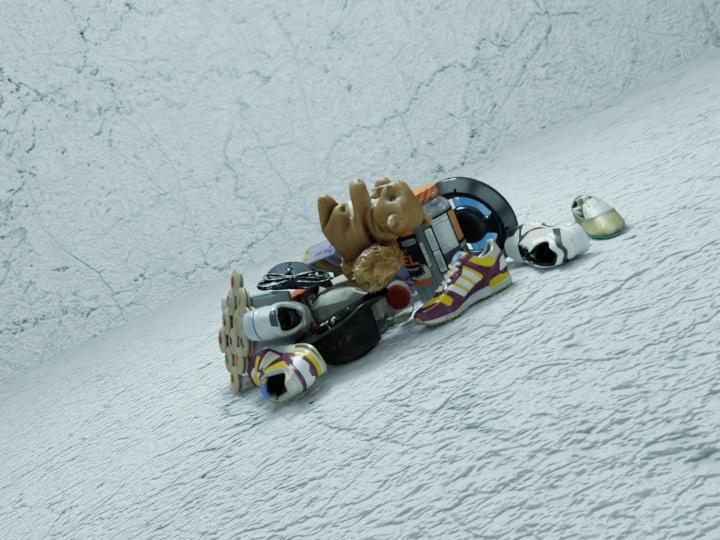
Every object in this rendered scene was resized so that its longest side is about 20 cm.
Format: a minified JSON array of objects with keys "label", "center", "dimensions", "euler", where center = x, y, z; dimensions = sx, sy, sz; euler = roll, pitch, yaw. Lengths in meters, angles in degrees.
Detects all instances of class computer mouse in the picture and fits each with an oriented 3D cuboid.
[{"label":"computer mouse","center":[-0.122,0.009,1.652],"dimensions":[0.136,0.054,0.200],"euler":[-3,-1,-5]}]

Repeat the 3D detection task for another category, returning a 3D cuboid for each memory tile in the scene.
[{"label":"memory tile","center":[-0.227,0.111,1.634],"dimensions":[0.017,0.202,0.154],"euler":[-2,43,-24]}]

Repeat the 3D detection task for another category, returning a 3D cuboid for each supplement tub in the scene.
[{"label":"supplement tub","center":[0.130,-0.048,1.636],"dimensions":[0.121,0.203,0.123],"euler":[-23,8,4]}]

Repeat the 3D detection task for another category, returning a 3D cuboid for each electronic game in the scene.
[{"label":"electronic game","center":[0.203,-0.088,1.693],"dimensions":[0.198,0.201,0.042],"euler":[-16,26,39]}]

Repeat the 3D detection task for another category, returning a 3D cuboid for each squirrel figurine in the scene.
[{"label":"squirrel figurine","center":[0.036,-0.061,1.522],"dimensions":[0.140,0.204,0.185],"euler":[2,-6,-40]}]

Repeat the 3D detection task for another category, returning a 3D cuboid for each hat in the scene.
[{"label":"hat","center":[-0.021,0.111,1.526],"dimensions":[0.199,0.082,0.201],"euler":[-31,2,1]}]

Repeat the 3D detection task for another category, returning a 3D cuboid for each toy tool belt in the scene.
[{"label":"toy tool belt","center":[0.013,0.046,1.669],"dimensions":[0.197,0.126,0.123],"euler":[-20,18,24]}]

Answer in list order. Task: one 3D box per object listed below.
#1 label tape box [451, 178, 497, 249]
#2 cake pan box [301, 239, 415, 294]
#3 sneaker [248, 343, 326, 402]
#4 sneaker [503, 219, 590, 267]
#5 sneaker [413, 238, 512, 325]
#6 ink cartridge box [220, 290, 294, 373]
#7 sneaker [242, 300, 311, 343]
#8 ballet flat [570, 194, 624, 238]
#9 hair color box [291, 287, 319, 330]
[{"label":"label tape box","center":[0.242,-0.106,1.856],"dimensions":[0.065,0.145,0.200],"euler":[-23,9,4]},{"label":"cake pan box","center":[0.000,0.000,1.776],"dimensions":[0.184,0.198,0.053],"euler":[-12,56,64]},{"label":"sneaker","center":[-0.144,0.172,1.463],"dimensions":[0.090,0.076,0.199],"euler":[-39,11,-37]},{"label":"sneaker","center":[0.306,-0.043,1.562],"dimensions":[0.079,0.075,0.199],"euler":[-30,10,-24]},{"label":"sneaker","center":[0.162,0.020,1.518],"dimensions":[0.198,0.091,0.075],"euler":[-28,10,-23]},{"label":"ink cartridge box","center":[-0.190,0.115,1.688],"dimensions":[0.083,0.149,0.199],"euler":[-11,3,-23]},{"label":"sneaker","center":[-0.122,0.088,1.528],"dimensions":[0.070,0.074,0.199],"euler":[-10,0,23]},{"label":"ballet flat","center":[0.423,-0.104,1.625],"dimensions":[0.070,0.072,0.200],"euler":[-23,9,5]},{"label":"hair color box","center":[-0.091,0.074,1.834],"dimensions":[0.061,0.103,0.200],"euler":[-24,9,26]}]
